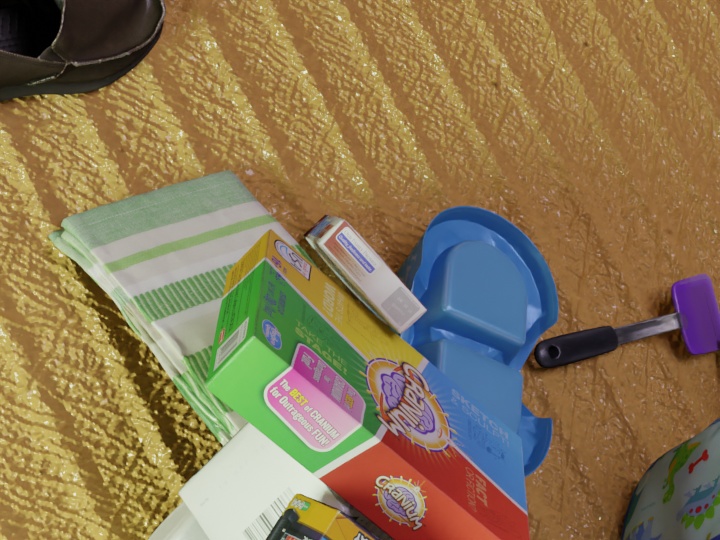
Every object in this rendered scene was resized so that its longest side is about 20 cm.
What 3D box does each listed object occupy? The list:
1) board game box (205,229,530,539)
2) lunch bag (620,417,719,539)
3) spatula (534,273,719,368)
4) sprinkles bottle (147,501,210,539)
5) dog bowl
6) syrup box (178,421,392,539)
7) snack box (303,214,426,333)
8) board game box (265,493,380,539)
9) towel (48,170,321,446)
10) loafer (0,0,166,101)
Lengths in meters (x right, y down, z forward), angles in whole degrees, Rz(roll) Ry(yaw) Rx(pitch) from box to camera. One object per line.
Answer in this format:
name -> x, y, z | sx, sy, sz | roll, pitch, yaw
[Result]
board game box -> 0.007, 0.080, 1.296 | 0.200, 0.040, 0.153 | 40, 18, -15
lunch bag -> 0.246, 0.167, 1.493 | 0.082, 0.200, 0.161 | 30, 51, -18
spatula -> 0.192, 0.044, 1.648 | 0.200, 0.021, 0.057 | -13, 86, -39
sprinkles bottle -> -0.039, 0.214, 1.344 | 0.200, 0.068, 0.068 | 44, 47, -9
dog bowl -> 0.069, 0.054, 1.531 | 0.111, 0.050, 0.201 | 23, 53, -24
syrup box -> -0.009, 0.130, 1.347 | 0.082, 0.079, 0.200 | 52, 19, 21
snack box -> 0.000, 0.000, 1.434 | 0.024, 0.200, 0.072 | -43, 94, -1
board game box -> 0.001, 0.240, 1.227 | 0.200, 0.057, 0.166 | 39, 77, -25
towel -> -0.076, 0.025, 1.418 | 0.152, 0.023, 0.200 | -19, 57, -43
loafer -> -0.189, -0.148, 1.439 | 0.200, 0.071, 0.073 | -26, 82, -43
